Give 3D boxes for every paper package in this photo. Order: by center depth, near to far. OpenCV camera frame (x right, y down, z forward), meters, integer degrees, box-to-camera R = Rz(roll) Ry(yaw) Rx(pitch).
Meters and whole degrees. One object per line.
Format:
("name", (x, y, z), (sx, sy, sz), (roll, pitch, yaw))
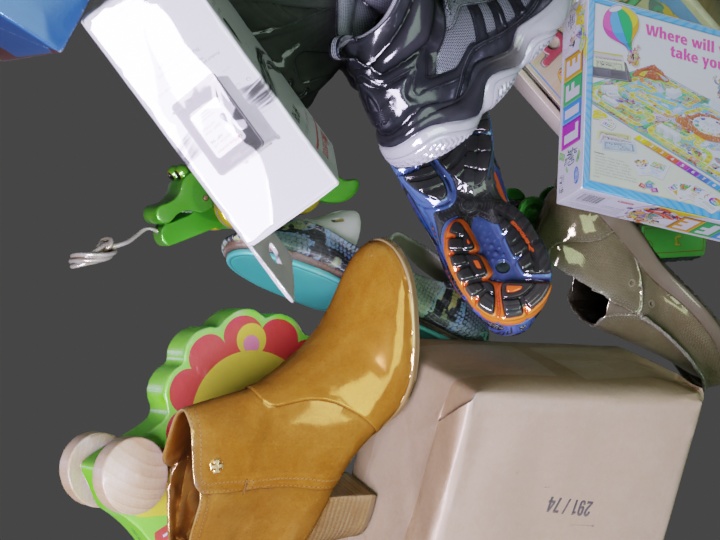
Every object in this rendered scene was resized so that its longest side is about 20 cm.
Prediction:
("paper package", (0.100, 0.147, 1.374), (0.199, 0.103, 0.192), (4, 106, -35))

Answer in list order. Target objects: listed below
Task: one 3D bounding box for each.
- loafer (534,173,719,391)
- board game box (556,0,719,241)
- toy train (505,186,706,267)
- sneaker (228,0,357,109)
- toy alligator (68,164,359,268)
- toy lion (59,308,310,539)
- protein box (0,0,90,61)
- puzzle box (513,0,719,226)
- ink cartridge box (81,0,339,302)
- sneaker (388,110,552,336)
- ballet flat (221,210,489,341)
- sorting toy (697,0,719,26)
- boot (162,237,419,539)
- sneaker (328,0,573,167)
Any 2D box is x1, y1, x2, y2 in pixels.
("loafer", (0.178, 0.017, 1.431), (0.067, 0.076, 0.200), (-43, 114, -1))
("board game box", (0.224, -0.091, 1.392), (0.198, 0.034, 0.136), (12, 70, -22))
("toy train", (0.153, -0.028, 1.460), (0.198, 0.042, 0.057), (-4, 105, -25))
("sneaker", (-0.062, -0.145, 1.336), (0.198, 0.076, 0.092), (-4, 99, -23))
("toy alligator", (-0.094, -0.050, 1.331), (0.198, 0.059, 0.055), (-15, 96, -24))
("toy lion", (-0.078, 0.134, 1.353), (0.191, 0.068, 0.201), (-31, 105, -28))
("protein box", (-0.223, -0.258, 1.219), (0.198, 0.135, 0.201), (31, 80, -23))
("puzzle box", (0.171, -0.147, 1.438), (0.133, 0.025, 0.200), (-44, 95, -12))
("ink cartridge box", (-0.073, -0.090, 1.239), (0.066, 0.116, 0.201), (-35, 103, 6))
("sneaker", (0.063, -0.040, 1.373), (0.075, 0.079, 0.201), (-16, 63, -5))
("ballet flat", (0.000, 0.000, 1.381), (0.199, 0.074, 0.075), (27, 82, -28))
("sorting toy", (0.311, -0.250, 1.505), (0.198, 0.069, 0.202), (25, 83, -24))
("boot", (-0.045, 0.078, 1.285), (0.143, 0.071, 0.203), (2, 104, -38))
("sneaker", (0.056, -0.167, 1.333), (0.114, 0.075, 0.200), (53, 57, -25))
